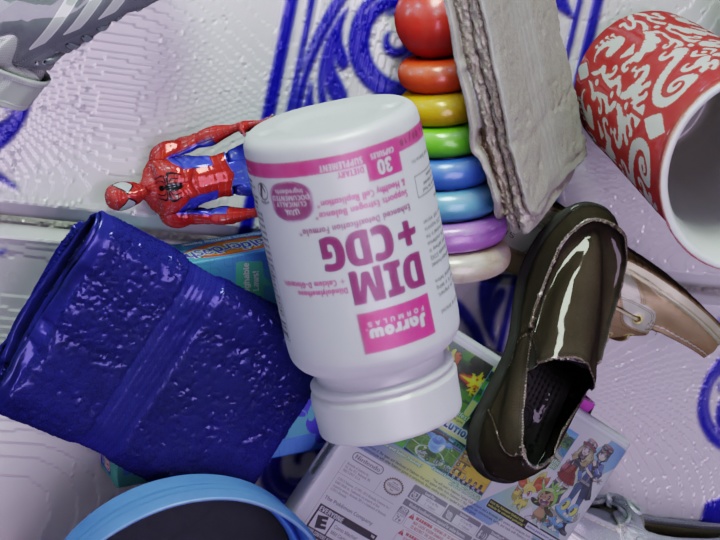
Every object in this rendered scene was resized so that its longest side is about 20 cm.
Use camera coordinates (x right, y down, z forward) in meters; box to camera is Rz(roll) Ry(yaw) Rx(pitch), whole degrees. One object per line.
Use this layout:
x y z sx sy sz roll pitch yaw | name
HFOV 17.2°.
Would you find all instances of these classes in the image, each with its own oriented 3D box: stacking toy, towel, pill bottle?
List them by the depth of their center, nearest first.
0.000 0.000 1.494 0.113 0.113 0.202 -17 106 -17 | pill bottle
-0.130 0.059 1.540 0.199 0.050 0.148 28 103 -28 | towel
0.103 -0.137 1.586 0.034 0.133 0.201 -2 114 25 | towel
0.057 -0.096 1.600 0.085 0.085 0.202 -8 106 -21 | stacking toy

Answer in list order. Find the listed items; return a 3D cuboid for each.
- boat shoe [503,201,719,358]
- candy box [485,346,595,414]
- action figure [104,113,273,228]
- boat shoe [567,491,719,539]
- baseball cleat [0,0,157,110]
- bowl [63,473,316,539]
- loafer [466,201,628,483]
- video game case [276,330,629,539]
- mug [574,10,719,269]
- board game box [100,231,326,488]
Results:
0.173 0.013 1.692 0.199 0.074 0.067 32 97 -19 | boat shoe
0.062 0.153 1.694 0.136 0.061 0.201 22 98 -27 | candy box
-0.069 -0.067 1.551 0.198 0.052 0.066 -12 100 -1 | action figure
0.208 0.197 1.770 0.201 0.074 0.065 23 91 -31 | boat shoe
-0.184 -0.159 1.483 0.198 0.070 0.107 -8 118 -11 | baseball cleat
-0.120 0.219 1.573 0.199 0.039 0.202 -12 127 -16 | bowl
0.139 0.052 1.601 0.073 0.071 0.201 21 85 -28 | loafer
0.065 0.148 1.647 0.199 0.022 0.183 32 94 -26 | video game case
0.240 -0.083 1.601 0.177 0.200 0.134 41 95 -26 | mug
-0.081 0.053 1.606 0.198 0.045 0.153 -10 112 -19 | board game box
